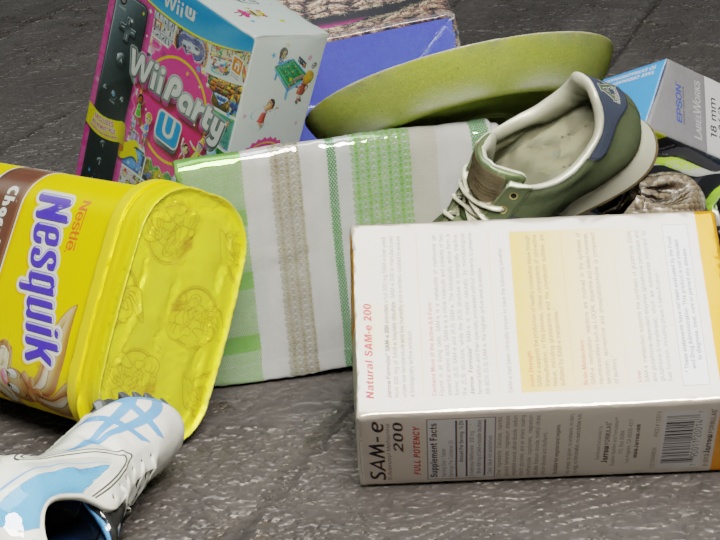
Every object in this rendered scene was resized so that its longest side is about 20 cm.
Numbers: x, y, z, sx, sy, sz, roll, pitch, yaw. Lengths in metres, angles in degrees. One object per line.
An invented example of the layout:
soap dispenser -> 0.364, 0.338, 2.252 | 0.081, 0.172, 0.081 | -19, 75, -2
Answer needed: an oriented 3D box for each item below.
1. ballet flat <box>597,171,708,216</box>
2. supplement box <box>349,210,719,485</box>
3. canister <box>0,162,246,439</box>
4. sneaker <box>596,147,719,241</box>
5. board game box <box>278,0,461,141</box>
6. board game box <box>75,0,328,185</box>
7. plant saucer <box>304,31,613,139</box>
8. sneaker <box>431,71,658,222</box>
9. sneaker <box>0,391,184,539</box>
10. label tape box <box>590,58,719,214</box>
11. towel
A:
ballet flat -> 0.116, 0.002, 1.221 | 0.200, 0.046, 0.067 | -33, 25, 6
supplement box -> 0.095, 0.041, 1.095 | 0.200, 0.074, 0.126 | -2, 53, 1
canister -> -0.174, 0.014, 1.201 | 0.200, 0.149, 0.087 | 10, -5, 43
sneaker -> 0.206, -0.024, 1.286 | 0.083, 0.072, 0.200 | -26, 14, -9
board game box -> -0.017, -0.163, 1.475 | 0.159, 0.097, 0.200 | -12, 29, -2
board game box -> -0.109, -0.089, 1.302 | 0.064, 0.200, 0.148 | -9, 35, -42
plant saucer -> 0.065, -0.102, 1.290 | 0.200, 0.031, 0.200 | -14, -8, -2
sneaker -> 0.076, -0.042, 1.184 | 0.200, 0.090, 0.067 | -38, 56, 3
sneaker -> -0.138, 0.114, 1.022 | 0.072, 0.072, 0.200 | 38, 23, 12
label tape box -> 0.180, -0.094, 1.428 | 0.200, 0.063, 0.144 | 17, -22, -42
towel -> -0.010, -0.012, 1.247 | 0.200, 0.149, 0.031 | -7, 17, -10
